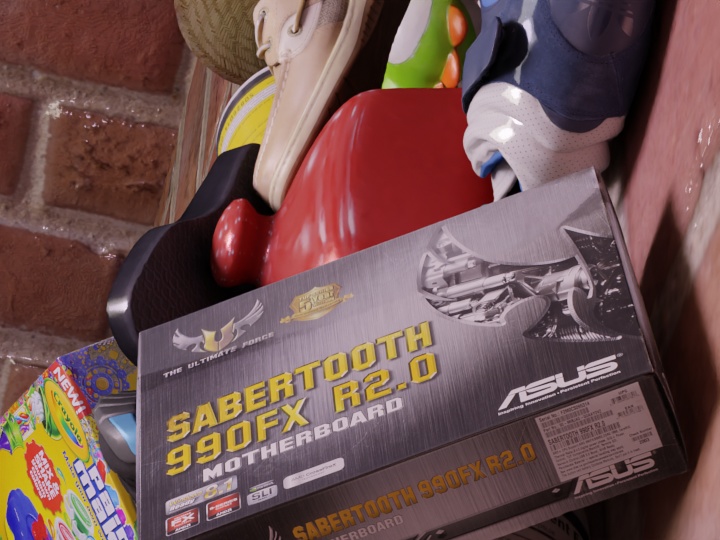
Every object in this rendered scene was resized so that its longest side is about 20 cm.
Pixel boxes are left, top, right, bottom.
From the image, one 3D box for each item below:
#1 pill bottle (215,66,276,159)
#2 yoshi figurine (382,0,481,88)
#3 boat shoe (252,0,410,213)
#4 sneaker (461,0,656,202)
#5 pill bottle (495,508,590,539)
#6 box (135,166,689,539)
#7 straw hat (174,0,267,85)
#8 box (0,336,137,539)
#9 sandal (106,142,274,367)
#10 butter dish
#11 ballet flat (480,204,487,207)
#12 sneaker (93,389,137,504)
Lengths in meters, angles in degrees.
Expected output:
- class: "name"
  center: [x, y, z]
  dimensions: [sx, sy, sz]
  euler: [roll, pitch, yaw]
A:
- class: "pill bottle"
  center: [-0.015, -0.030, 1.681]
  dimensions: [0.200, 0.111, 0.113]
  euler: [-109, 30, -57]
- class: "yoshi figurine"
  center: [0.034, -0.178, 1.657]
  dimensions: [0.112, 0.112, 0.201]
  euler: [-57, -20, -67]
- class: "boat shoe"
  center: [-0.022, -0.119, 1.552]
  dimensions: [0.072, 0.065, 0.201]
  euler: [69, -142, -64]
- class: "sneaker"
  center: [0.072, -0.103, 1.321]
  dimensions: [0.200, 0.080, 0.147]
  euler: [-121, 47, -70]
- class: "pill bottle"
  center: [0.034, 0.135, 1.155]
  dimensions: [0.111, 0.110, 0.201]
  euler: [110, 168, -47]
- class: "box"
  center: [0.015, 0.048, 1.131]
  dimensions: [0.159, 0.199, 0.049]
  euler: [-97, -15, -60]
- class: "straw hat"
  center: [-0.003, -0.172, 1.752]
  dimensions: [0.085, 0.200, 0.202]
  euler: [45, 129, 43]
- class: "box"
  center: [-0.095, 0.143, 1.575]
  dimensions: [0.201, 0.121, 0.193]
  euler: [65, 152, 9]
- class: "sandal"
  center: [-0.082, 0.002, 1.487]
  dimensions: [0.076, 0.043, 0.200]
  euler: [68, -156, -14]
- class: "butter dish"
  center: [0.000, 0.000, 1.454]
  dimensions: [0.201, 0.147, 0.200]
  euler: [110, 167, -46]
- class: "ballet flat"
  center: [0.036, 0.058, 1.311]
  dimensions: [0.200, 0.073, 0.073]
  euler: [-54, 19, 27]
- class: "sneaker"
  center: [-0.074, 0.093, 1.380]
  dimensions: [0.200, 0.073, 0.083]
  euler: [23, -116, -82]
